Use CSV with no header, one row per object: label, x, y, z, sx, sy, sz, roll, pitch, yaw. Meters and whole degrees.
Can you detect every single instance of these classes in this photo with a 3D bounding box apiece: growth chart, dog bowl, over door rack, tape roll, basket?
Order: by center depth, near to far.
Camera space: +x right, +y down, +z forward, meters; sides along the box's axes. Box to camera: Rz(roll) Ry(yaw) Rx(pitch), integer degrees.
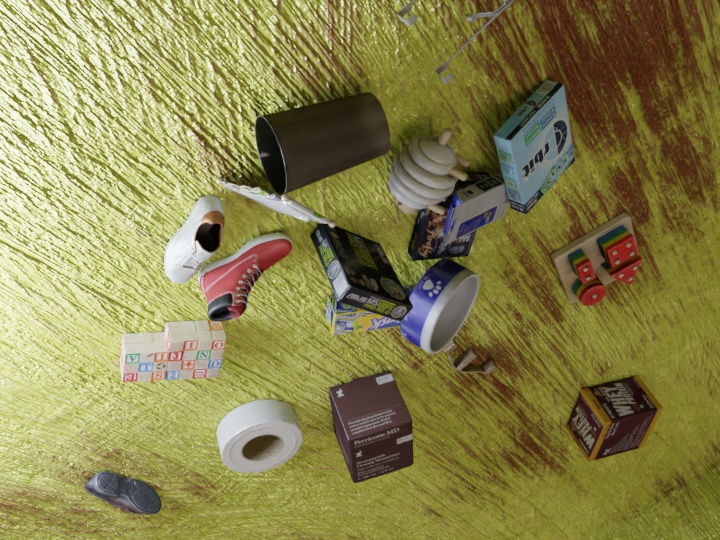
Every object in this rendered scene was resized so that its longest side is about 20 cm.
over door rack,0.151,-0.432,1.239,0.200,0.067,0.148,-51,134,-4
basket,-0.062,-0.223,1.303,0.200,0.136,0.180,-20,-179,-17
growth chart,-0.154,-0.121,1.340,0.145,0.200,0.018,28,83,-48
dog bowl,0.173,0.077,1.661,0.200,0.079,0.200,-45,152,-31
tape roll,-0.244,0.403,1.855,0.202,0.071,0.203,-12,134,-13

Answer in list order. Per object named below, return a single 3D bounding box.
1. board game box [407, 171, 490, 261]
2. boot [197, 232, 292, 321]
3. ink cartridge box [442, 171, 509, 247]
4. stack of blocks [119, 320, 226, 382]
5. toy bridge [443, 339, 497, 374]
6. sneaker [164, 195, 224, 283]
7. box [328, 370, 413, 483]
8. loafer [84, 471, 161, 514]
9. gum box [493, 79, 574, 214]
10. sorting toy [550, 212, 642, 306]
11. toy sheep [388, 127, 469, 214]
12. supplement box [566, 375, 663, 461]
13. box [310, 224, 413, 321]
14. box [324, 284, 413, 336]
board game box,0.185,-0.111,1.589,0.135,0.035,0.200,-5,132,-20
boot,-0.208,0.019,1.458,0.200,0.144,0.072,-28,134,1
ink cartridge box,0.224,-0.123,1.503,0.200,0.039,0.100,-26,143,-38
stack of blocks,-0.388,0.166,1.576,0.200,0.059,0.115,-1,131,-23
toy bridge,0.265,0.227,1.946,0.067,0.027,0.200,-44,133,20
sneaker,-0.307,-0.038,1.405,0.073,0.085,0.200,9,128,-33
box,0.027,0.387,1.892,0.166,0.164,0.200,-15,135,-10
loafer,-0.574,0.541,1.850,0.063,0.072,0.200,-25,134,28
gum box,0.342,-0.237,1.485,0.170,0.045,0.200,-47,139,-18
sorting toy,0.583,-0.009,1.836,0.200,0.070,0.199,-30,136,5
toy sheep,0.124,-0.185,1.425,0.138,0.138,0.200,6,132,-28
supplement box,0.758,0.444,2.292,0.200,0.133,0.197,-10,134,-16
box,0.000,0.000,1.492,0.160,0.200,0.044,20,120,-35
box,0.027,0.087,1.684,0.200,0.064,0.070,-7,133,-19
